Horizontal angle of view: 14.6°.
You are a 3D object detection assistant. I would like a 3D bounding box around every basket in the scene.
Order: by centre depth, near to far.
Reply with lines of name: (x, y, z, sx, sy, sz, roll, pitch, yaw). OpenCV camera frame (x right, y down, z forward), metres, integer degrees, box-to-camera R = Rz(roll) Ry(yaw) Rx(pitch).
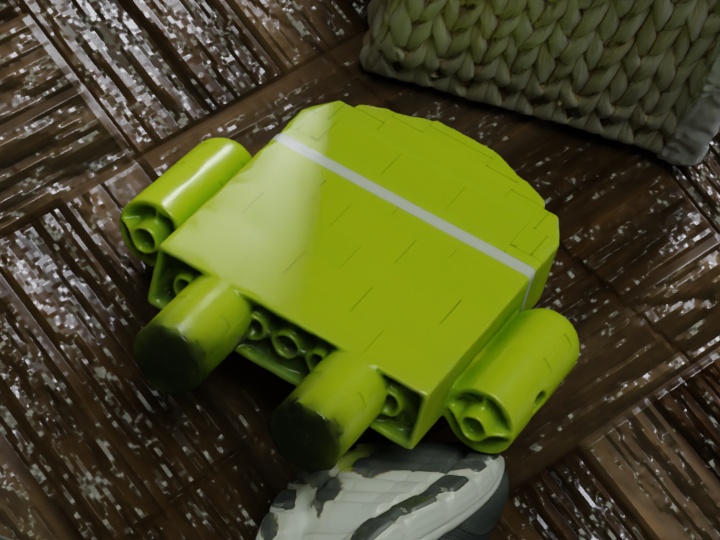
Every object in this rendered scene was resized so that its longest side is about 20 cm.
basket: (0.104, -0.185, 1.172, 0.160, 0.200, 0.199, 12, 60, -8)

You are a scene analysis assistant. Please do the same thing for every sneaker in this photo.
sneaker: (-0.007, 0.132, 1.052, 0.074, 0.085, 0.200, 5, 29, 36)

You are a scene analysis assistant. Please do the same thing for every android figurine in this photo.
android figurine: (0.000, 0.000, 1.109, 0.182, 0.041, 0.200, 27, 40, 13)

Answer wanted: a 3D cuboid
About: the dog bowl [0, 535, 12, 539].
dog bowl: (-0.157, 0.189, 0.959, 0.199, 0.059, 0.201, 3, 67, -7)
